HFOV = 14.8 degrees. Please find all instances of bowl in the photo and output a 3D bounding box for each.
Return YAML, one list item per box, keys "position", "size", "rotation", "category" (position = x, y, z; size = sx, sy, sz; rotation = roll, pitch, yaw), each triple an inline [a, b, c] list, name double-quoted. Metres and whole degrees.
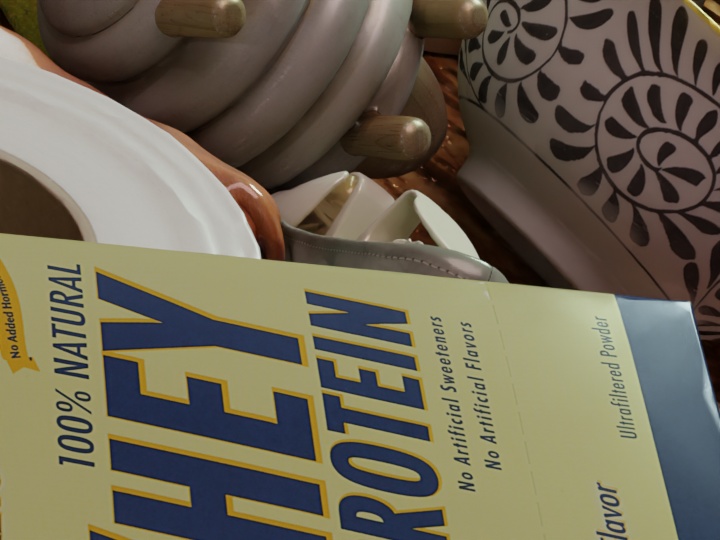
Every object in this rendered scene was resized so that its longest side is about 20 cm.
- position: [0.098, -0.036, 1.030]
  size: [0.201, 0.094, 0.201]
  rotation: [45, -1, 1]
  category: "bowl"

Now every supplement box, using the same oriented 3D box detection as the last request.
- position: [-0.036, 0.111, 0.615]
  size: [0.198, 0.201, 0.135]
  rotation: [5, 44, -14]
  category: "supplement box"

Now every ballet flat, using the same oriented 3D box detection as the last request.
- position: [0.000, 0.000, 0.925]
  size: [0.067, 0.064, 0.200]
  rotation: [31, 0, -25]
  category: "ballet flat"

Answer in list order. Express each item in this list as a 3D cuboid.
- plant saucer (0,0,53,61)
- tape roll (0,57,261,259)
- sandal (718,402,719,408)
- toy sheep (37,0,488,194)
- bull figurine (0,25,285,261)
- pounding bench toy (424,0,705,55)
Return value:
- position: [-0.088, -0.177, 1.077]
  size: [0.201, 0.048, 0.200]
  rotation: [58, 39, -13]
  category: "plant saucer"
- position: [-0.128, 0.017, 0.751]
  size: [0.201, 0.071, 0.203]
  rotation: [11, 33, -7]
  category: "tape roll"
- position: [0.063, 0.047, 0.962]
  size: [0.210, 0.070, 0.078]
  rotation: [1, 44, -25]
  category: "sandal"
- position: [-0.044, -0.092, 0.964]
  size: [0.200, 0.138, 0.138]
  rotation: [37, 29, -34]
  category: "toy sheep"
- position: [-0.114, -0.029, 0.918]
  size: [0.199, 0.122, 0.065]
  rotation: [32, 37, 21]
  category: "bull figurine"
- position: [0.093, -0.201, 1.155]
  size: [0.123, 0.201, 0.156]
  rotation: [5, 41, -20]
  category: "pounding bench toy"
